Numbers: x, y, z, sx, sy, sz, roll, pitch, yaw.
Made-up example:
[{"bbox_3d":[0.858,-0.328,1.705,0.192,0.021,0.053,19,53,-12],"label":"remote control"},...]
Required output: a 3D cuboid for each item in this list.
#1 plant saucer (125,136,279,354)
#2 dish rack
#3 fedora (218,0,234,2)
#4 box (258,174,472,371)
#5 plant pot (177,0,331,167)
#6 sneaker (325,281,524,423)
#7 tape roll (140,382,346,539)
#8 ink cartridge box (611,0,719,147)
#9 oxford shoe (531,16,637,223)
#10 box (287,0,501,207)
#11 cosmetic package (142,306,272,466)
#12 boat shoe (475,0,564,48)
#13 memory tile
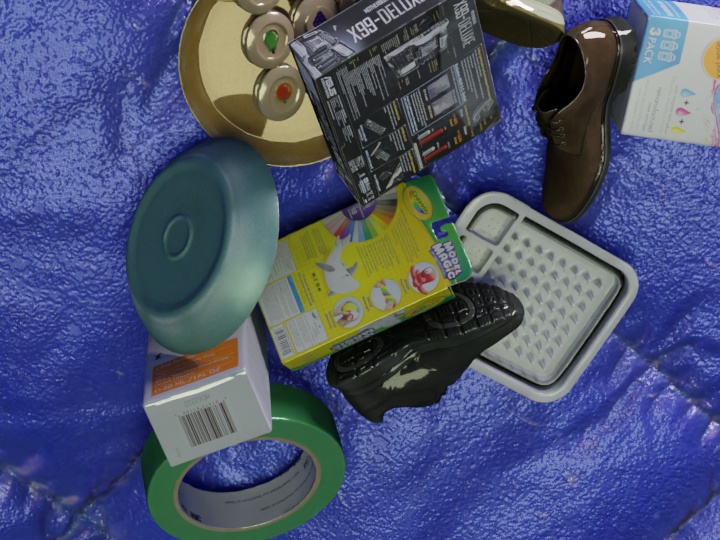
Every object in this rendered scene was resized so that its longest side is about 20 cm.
[{"bbox_3d":[-0.153,-0.027,1.518,0.036,0.200,0.201,17,115,-44],"label":"plant saucer"},{"bbox_3d":[0.153,0.022,1.651,0.199,0.044,0.172,28,108,-16],"label":"dish rack"},{"bbox_3d":[-0.105,-0.326,1.433,0.198,0.082,0.203,0,104,-2],"label":"fedora"},{"bbox_3d":[0.000,0.000,1.593,0.198,0.048,0.118,-25,73,8],"label":"box"},{"bbox_3d":[-0.067,-0.193,1.543,0.198,0.028,0.202,-2,114,-4],"label":"plant pot"},{"bbox_3d":[0.069,0.080,1.616,0.198,0.076,0.091,-23,126,14],"label":"sneaker"},{"bbox_3d":[-0.115,0.193,1.659,0.198,0.048,0.202,-10,137,-9],"label":"tape roll"},{"bbox_3d":[0.341,-0.178,1.565,0.198,0.068,0.116,6,114,-8],"label":"ink cartridge box"},{"bbox_3d":[0.187,-0.135,1.553,0.084,0.073,0.202,-11,121,-33],"label":"oxford shoe"},{"bbox_3d":[0.035,-0.163,1.482,0.157,0.050,0.201,-32,148,-6],"label":"box"},{"bbox_3d":[-0.141,0.087,1.566,0.100,0.200,0.072,-20,115,4],"label":"cosmetic package"},{"bbox_3d":[0.099,-0.262,1.498,0.199,0.067,0.072,22,151,-27],"label":"boat shoe"},{"bbox_3d":[-0.019,-0.226,1.473,0.199,0.017,0.155,-27,124,-27],"label":"memory tile"}]
